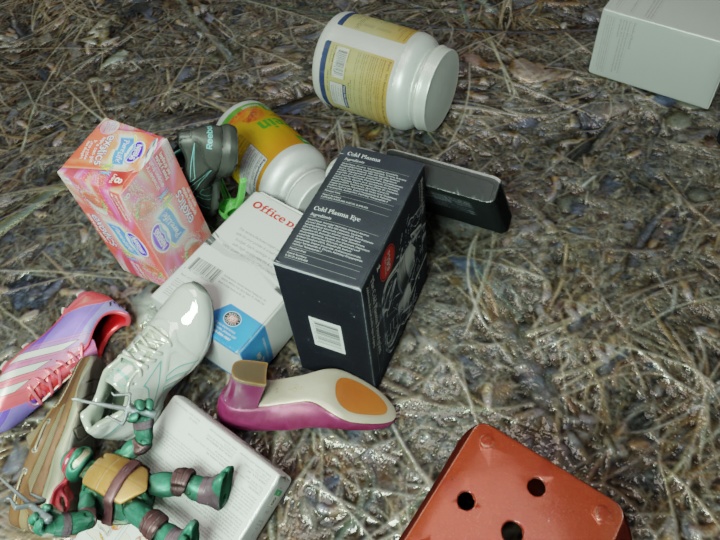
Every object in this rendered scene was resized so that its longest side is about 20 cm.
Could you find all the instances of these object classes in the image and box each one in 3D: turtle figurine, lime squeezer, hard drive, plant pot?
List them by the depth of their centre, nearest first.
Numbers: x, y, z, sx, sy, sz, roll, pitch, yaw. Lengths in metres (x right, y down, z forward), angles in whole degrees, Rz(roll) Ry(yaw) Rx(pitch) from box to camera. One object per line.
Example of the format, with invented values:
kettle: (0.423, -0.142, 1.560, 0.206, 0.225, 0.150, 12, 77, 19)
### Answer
plant pot: (0.122, 0.255, 0.580, 0.198, 0.178, 0.200, 28, 59, 24)
turtle figurine: (-0.231, 0.201, 0.653, 0.196, 0.102, 0.152, 18, 57, 11)
hard drive: (0.115, -0.094, 0.849, 0.137, 0.200, 0.034, 18, 88, 17)
lime squeezer: (-0.174, -0.101, 0.935, 0.037, 0.072, 0.199, 3, 11, -23)

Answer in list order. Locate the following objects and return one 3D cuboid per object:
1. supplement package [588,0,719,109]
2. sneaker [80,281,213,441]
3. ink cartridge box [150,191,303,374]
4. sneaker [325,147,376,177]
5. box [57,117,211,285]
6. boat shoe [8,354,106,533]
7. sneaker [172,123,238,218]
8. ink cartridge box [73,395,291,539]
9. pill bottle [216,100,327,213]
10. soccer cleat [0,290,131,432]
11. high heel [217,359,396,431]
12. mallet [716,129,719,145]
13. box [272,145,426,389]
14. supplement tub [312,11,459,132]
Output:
supplement package: (0.485, -0.363, 1.065, 0.197, 0.119, 0.117, 27, 57, 24)
sneaker: (-0.229, 0.102, 0.734, 0.070, 0.080, 0.203, 32, 93, 22)
ink cartridge box: (-0.134, 0.017, 0.843, 0.145, 0.087, 0.201, 27, 58, 23)
sneaker: (-0.002, -0.123, 0.898, 0.099, 0.199, 0.076, 37, 107, 23)
box: (-0.273, -0.076, 0.851, 0.101, 0.202, 0.096, 19, 60, 19)
boat shoe: (-0.330, 0.184, 0.739, 0.070, 0.077, 0.203, -2, 50, 6)
sneaker: (-0.219, -0.134, 0.897, 0.078, 0.200, 0.077, 0, 66, -25)
ink cartridge box: (-0.189, 0.257, 0.699, 0.159, 0.050, 0.202, 28, 78, 24)
pill bottle: (-0.115, -0.144, 0.949, 0.110, 0.112, 0.200, -34, 57, -21)
soccer cleat: (-0.360, 0.109, 0.806, 0.075, 0.067, 0.202, 19, 53, 16)
high heel: (-0.062, 0.162, 0.762, 0.195, 0.097, 0.068, 11, 41, -14)
mallet: (0.542, -0.144, 0.924, 0.040, 0.067, 0.203, 0, 53, 3)
box: (0.000, 0.000, 0.771, 0.102, 0.202, 0.184, 15, 55, 18)
supplement tub: (0.039, -0.303, 1.039, 0.197, 0.146, 0.145, 24, 57, 21)
